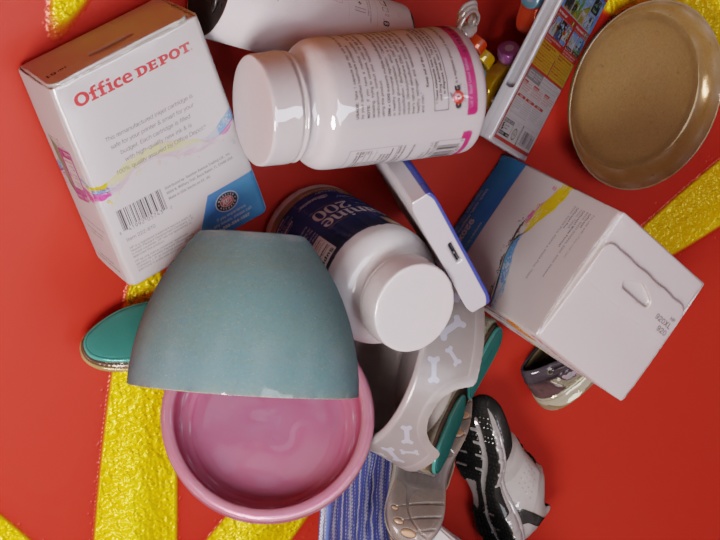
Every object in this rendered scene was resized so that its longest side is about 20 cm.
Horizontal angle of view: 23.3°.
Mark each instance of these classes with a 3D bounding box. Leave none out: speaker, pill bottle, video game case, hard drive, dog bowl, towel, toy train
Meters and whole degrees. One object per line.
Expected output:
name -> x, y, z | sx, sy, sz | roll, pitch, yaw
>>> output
speaker -> -0.052, -0.224, 1.552 | 0.199, 0.081, 0.082 | 11, 103, -34
pill bottle -> -0.002, -0.148, 1.503 | 0.199, 0.113, 0.114 | -8, 113, -25
video game case -> 0.183, -0.208, 1.690 | 0.201, 0.017, 0.143 | -63, 161, 4
hard drive -> 0.053, -0.061, 1.604 | 0.025, 0.200, 0.132 | -31, 123, 0
dog bowl -> 0.046, 0.087, 1.667 | 0.058, 0.200, 0.201 | 16, 100, -22
towel -> 0.004, 0.244, 1.734 | 0.200, 0.024, 0.146 | -39, 135, -61
toy train -> 0.121, -0.224, 1.654 | 0.199, 0.055, 0.151 | -23, 135, -49
pill bottle -> 0.000, 0.000, 1.596 | 0.110, 0.200, 0.112 | -11, 115, -27

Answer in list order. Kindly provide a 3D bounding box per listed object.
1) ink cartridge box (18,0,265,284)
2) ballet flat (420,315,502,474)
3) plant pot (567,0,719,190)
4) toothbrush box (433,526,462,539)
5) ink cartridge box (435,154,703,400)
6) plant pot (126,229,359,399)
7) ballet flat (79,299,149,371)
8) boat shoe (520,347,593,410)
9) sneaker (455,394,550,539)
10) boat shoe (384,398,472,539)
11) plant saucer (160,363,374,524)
ink cartridge box -> -0.187, -0.114, 1.511 | 0.144, 0.085, 0.201 | -30, 123, -19
ballet flat -> 0.082, 0.122, 1.735 | 0.068, 0.062, 0.200 | 88, 24, -46
plant pot -> 0.291, -0.184, 1.806 | 0.199, 0.027, 0.201 | -12, 115, -27
toothbrush box -> 0.088, 0.360, 1.826 | 0.147, 0.085, 0.200 | -53, 145, -3
ink cartridge box -> 0.201, 0.005, 1.719 | 0.147, 0.200, 0.145 | 35, 89, -35
plant pot -> -0.097, 0.036, 1.493 | 0.199, 0.200, 0.136 | 4, 88, -32
ballet flat -> -0.161, 0.053, 1.606 | 0.199, 0.069, 0.063 | -22, 153, -14
boat shoe -> 0.251, 0.061, 1.851 | 0.200, 0.072, 0.065 | -44, 129, -2
sneaker -> 0.151, 0.207, 1.858 | 0.080, 0.073, 0.201 | -37, 129, -31
boat shoe -> 0.061, 0.192, 1.765 | 0.074, 0.073, 0.201 | 20, 61, -1
plant saucer -> -0.087, 0.142, 1.634 | 0.200, 0.201, 0.051 | -34, 162, -15
